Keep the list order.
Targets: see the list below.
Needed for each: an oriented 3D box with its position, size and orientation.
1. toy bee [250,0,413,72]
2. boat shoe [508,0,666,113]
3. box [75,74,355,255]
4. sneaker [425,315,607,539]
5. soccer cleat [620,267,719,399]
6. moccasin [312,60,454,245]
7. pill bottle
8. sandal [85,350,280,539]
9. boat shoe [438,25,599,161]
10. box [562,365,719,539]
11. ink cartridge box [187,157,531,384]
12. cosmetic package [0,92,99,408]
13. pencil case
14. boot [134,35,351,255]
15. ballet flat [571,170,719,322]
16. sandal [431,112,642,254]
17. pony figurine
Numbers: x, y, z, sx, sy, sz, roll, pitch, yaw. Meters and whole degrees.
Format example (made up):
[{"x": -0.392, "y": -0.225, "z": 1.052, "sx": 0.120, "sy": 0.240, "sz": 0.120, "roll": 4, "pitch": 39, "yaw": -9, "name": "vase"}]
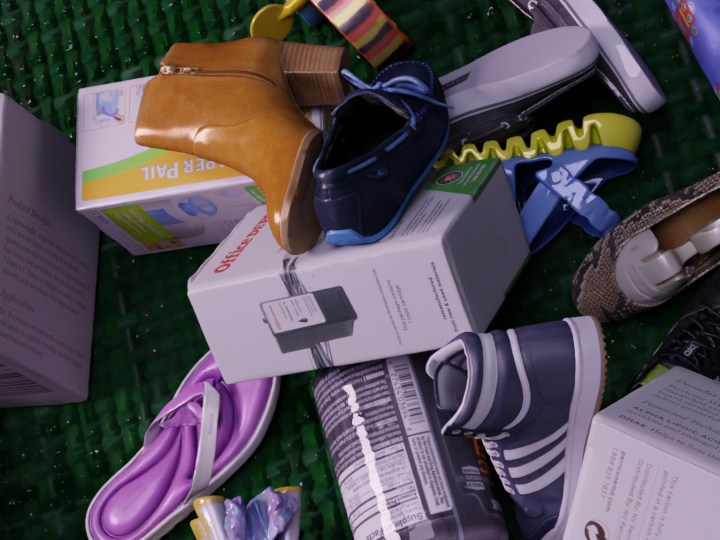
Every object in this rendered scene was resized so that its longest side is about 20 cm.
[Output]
[{"x": -0.050, "y": -0.234, "z": 1.651, "sx": 0.200, "sy": 0.109, "sz": 0.131, "roll": 25, "pitch": 84, "yaw": 26, "name": "toy bee"}, {"x": 0.148, "y": -0.177, "z": 1.580, "sx": 0.066, "sy": 0.070, "sz": 0.200, "roll": -41, "pitch": 63, "yaw": 10, "name": "boat shoe"}, {"x": -0.103, "y": -0.088, "z": 1.619, "sx": 0.200, "sy": 0.112, "sz": 0.101, "roll": -8, "pitch": 69, "yaw": 17, "name": "box"}, {"x": 0.096, "y": 0.111, "z": 1.429, "sx": 0.108, "sy": 0.200, "sz": 0.070, "roll": -4, "pitch": 42, "yaw": -11, "name": "sneaker"}, {"x": 0.224, "y": 0.072, "z": 1.459, "sx": 0.067, "sy": 0.081, "sz": 0.200, "roll": 32, "pitch": 86, "yaw": 26, "name": "soccer cleat"}, {"x": 0.017, "y": -0.096, "z": 1.465, "sx": 0.080, "sy": 0.068, "sz": 0.200, "roll": -8, "pitch": 33, "yaw": 17, "name": "moccasin"}, {"x": 0.040, "y": 0.154, "z": 1.489, "sx": 0.106, "sy": 0.106, "sz": 0.200, "roll": -22, "pitch": 67, "yaw": 13, "name": "pill bottle"}, {"x": -0.132, "y": 0.131, "z": 1.592, "sx": 0.082, "sy": 0.050, "sz": 0.203, "roll": 35, "pitch": 87, "yaw": 26, "name": "sandal"}, {"x": 0.095, "y": -0.120, "z": 1.560, "sx": 0.200, "sy": 0.057, "sz": 0.069, "roll": -20, "pitch": 25, "yaw": 35, "name": "boat shoe"}, {"x": 0.234, "y": 0.197, "z": 1.344, "sx": 0.200, "sy": 0.131, "sz": 0.199, "roll": 23, "pitch": 114, "yaw": 26, "name": "box"}, {"x": 0.000, "y": 0.000, "z": 1.495, "sx": 0.200, "sy": 0.147, "sz": 0.083, "roll": -10, "pitch": 112, "yaw": 25, "name": "ink cartridge box"}, {"x": -0.310, "y": -0.009, "z": 1.642, "sx": 0.165, "sy": 0.165, "sz": 0.200, "roll": -5, "pitch": 70, "yaw": 20, "name": "cosmetic package"}, {"x": 0.269, "y": -0.187, "z": 1.532, "sx": 0.087, "sy": 0.078, "sz": 0.200, "roll": -17, "pitch": 64, "yaw": -13, "name": "pencil case"}, {"x": -0.090, "y": -0.087, "z": 1.493, "sx": 0.144, "sy": 0.071, "sz": 0.201, "roll": -1, "pitch": 47, "yaw": 13, "name": "boot"}, {"x": 0.234, "y": -0.026, "z": 1.487, "sx": 0.200, "sy": 0.075, "sz": 0.068, "roll": -33, "pitch": 102, "yaw": 7, "name": "ballet flat"}, {"x": 0.111, "y": -0.050, "z": 1.548, "sx": 0.200, "sy": 0.079, "sz": 0.087, "roll": -15, "pitch": 71, "yaw": 17, "name": "sandal"}, {"x": -0.072, "y": 0.255, "z": 1.490, "sx": 0.193, "sy": 0.166, "sz": 0.200, "roll": -26, "pitch": 65, "yaw": 47, "name": "pony figurine"}]
